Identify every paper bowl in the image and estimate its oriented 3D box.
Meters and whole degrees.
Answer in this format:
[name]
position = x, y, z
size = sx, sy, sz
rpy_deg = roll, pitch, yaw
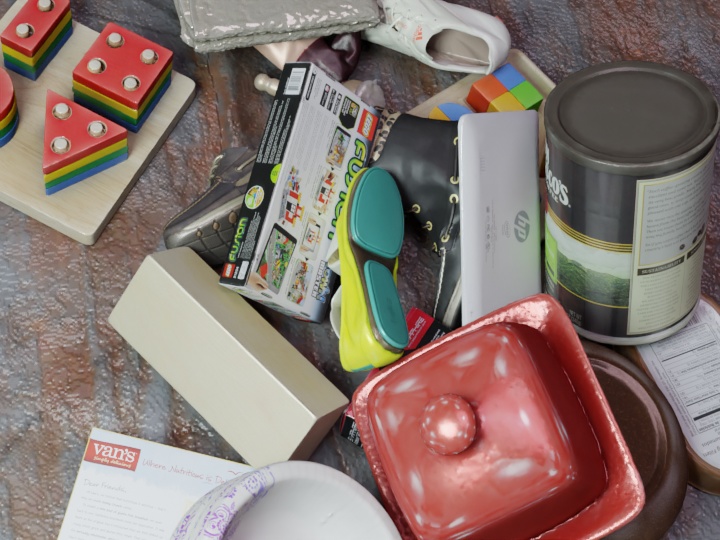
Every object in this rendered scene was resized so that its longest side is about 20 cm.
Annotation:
[paper bowl]
position = -0.061, 0.251, 0.994
size = 0.199, 0.104, 0.203
rpy_deg = 16, 62, -32

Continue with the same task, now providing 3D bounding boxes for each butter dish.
[butter dish]
position = 0.085, 0.126, 1.007
size = 0.198, 0.148, 0.201
rpy_deg = -27, 66, 12

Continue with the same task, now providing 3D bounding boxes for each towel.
[towel]
position = -0.087, -0.276, 1.284
size = 0.197, 0.035, 0.134
rpy_deg = -9, 65, -17

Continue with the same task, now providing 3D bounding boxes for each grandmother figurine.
[grandmother figurine]
position = -0.048, -0.210, 1.308
size = 0.121, 0.061, 0.200
rpy_deg = -45, 77, 1

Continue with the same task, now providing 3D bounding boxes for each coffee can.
[coffee can]
position = 0.232, -0.057, 1.159
size = 0.144, 0.202, 0.147
rpy_deg = -4, 41, 4

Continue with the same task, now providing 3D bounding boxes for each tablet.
[tablet]
position = 0.125, -0.036, 1.163
size = 0.129, 0.014, 0.203
rpy_deg = -11, 102, -52

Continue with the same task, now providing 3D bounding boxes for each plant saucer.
[plant saucer]
position = 0.184, 0.141, 1.103
size = 0.197, 0.037, 0.203
rpy_deg = 5, 63, -9

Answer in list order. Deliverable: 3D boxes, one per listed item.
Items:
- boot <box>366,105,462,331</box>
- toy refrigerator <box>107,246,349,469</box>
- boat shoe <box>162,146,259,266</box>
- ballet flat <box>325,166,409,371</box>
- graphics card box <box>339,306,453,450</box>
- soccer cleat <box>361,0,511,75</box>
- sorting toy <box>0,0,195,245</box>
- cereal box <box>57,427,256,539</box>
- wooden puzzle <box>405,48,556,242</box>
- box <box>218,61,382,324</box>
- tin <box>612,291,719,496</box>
[boot]
position = 0.057, -0.052, 1.220
size = 0.149, 0.073, 0.203
rpy_deg = 14, 89, 20
[toy refrigerator]
position = -0.110, 0.075, 1.115
size = 0.200, 0.076, 0.070
rpy_deg = 42, 23, 15
[boat shoe]
position = -0.104, -0.071, 1.217
size = 0.199, 0.075, 0.073
rpy_deg = -30, 59, -32
[ballet flat]
position = 0.000, 0.000, 1.141
size = 0.066, 0.067, 0.202
rpy_deg = 27, 43, -34
[graphics card box]
position = 0.095, 0.136, 1.139
size = 0.198, 0.051, 0.126
rpy_deg = 30, 60, 9
[soccer cleat]
position = 0.052, -0.243, 1.317
size = 0.197, 0.070, 0.078
rpy_deg = 16, 35, 8
[sorting toy]
position = -0.283, -0.157, 1.229
size = 0.198, 0.070, 0.200
rpy_deg = 26, 60, 5
[cereal box]
position = -0.171, 0.235, 1.046
size = 0.142, 0.040, 0.202
rpy_deg = 15, 59, -2
[wooden puzzle]
position = 0.140, -0.117, 1.289
size = 0.199, 0.046, 0.186
rpy_deg = -35, 72, -24
[box]
position = -0.049, -0.066, 1.161
size = 0.034, 0.110, 0.203
rpy_deg = 7, 76, 39
[tin]
position = 0.304, 0.104, 1.200
size = 0.111, 0.042, 0.202
rpy_deg = -19, 66, -14
